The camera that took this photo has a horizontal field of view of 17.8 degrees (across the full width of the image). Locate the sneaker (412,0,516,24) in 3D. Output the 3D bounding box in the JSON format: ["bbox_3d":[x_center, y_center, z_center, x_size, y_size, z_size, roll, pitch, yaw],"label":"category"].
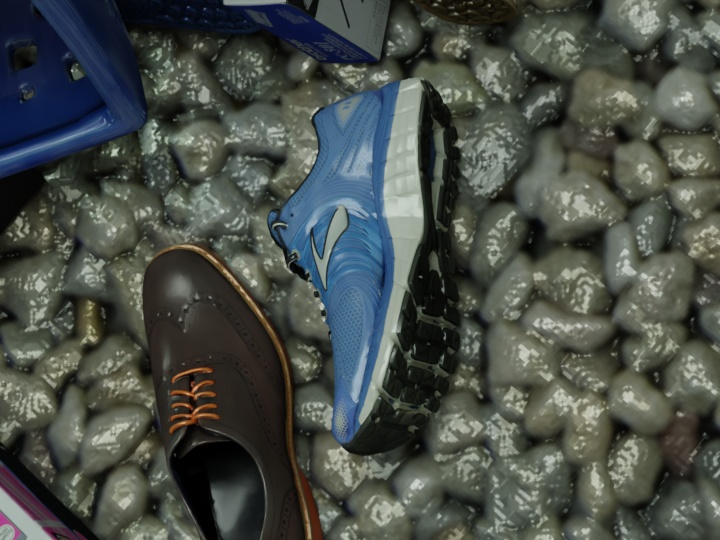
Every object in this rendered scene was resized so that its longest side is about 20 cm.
[{"bbox_3d":[0.016,-0.207,1.171,0.067,0.200,0.090,-6,64,40],"label":"sneaker"}]

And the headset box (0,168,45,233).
[{"bbox_3d":[-0.286,-0.051,1.281,0.200,0.075,0.149,41,90,22],"label":"headset box"}]

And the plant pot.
[{"bbox_3d":[-0.239,-0.161,1.159,0.200,0.200,0.180,-17,62,10],"label":"plant pot"}]

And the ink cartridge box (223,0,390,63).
[{"bbox_3d":[-0.013,-0.220,1.226,0.044,0.094,0.200,3,77,34],"label":"ink cartridge box"}]

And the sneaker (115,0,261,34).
[{"bbox_3d":[-0.129,-0.185,1.276,0.200,0.070,0.078,12,66,20],"label":"sneaker"}]

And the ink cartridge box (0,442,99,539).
[{"bbox_3d":[-0.211,0.102,1.210,0.200,0.095,0.037,38,89,22],"label":"ink cartridge box"}]

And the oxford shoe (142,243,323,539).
[{"bbox_3d":[-0.072,0.071,1.186,0.071,0.073,0.200,-25,70,10],"label":"oxford shoe"}]

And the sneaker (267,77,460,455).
[{"bbox_3d":[0.000,0.000,1.188,0.089,0.079,0.200,-6,67,23],"label":"sneaker"}]
